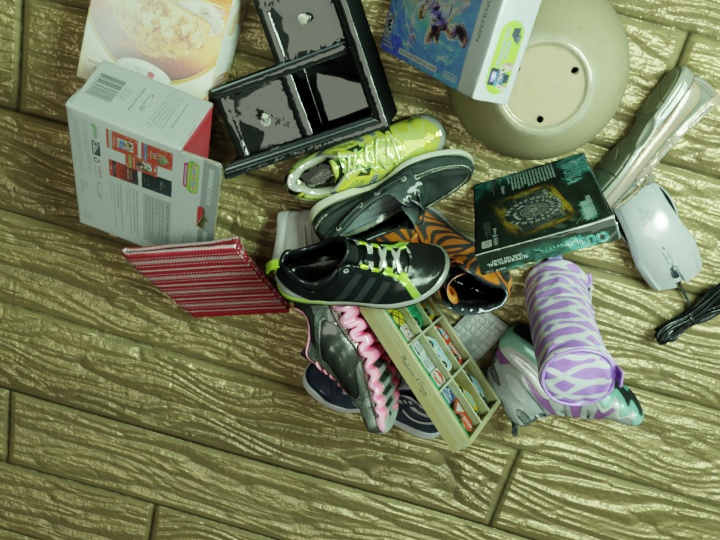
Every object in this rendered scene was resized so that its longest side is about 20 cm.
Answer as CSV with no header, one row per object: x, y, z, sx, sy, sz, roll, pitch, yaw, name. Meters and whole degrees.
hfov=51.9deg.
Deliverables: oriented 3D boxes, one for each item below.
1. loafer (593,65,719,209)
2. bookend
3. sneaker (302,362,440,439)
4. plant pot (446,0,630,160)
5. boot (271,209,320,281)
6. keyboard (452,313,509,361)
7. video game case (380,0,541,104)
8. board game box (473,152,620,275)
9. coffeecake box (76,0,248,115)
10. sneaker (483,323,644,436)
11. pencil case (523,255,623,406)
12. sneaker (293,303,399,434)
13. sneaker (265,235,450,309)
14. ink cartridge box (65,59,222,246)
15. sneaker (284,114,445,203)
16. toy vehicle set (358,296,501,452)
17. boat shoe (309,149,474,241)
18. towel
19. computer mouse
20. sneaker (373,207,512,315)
0.314,-0.123,0.816,0.063,0.072,0.200,29,111,-7,loafer
-0.085,-0.232,0.821,0.198,0.092,0.200,-15,108,15,bookend
0.026,0.146,0.942,0.200,0.070,0.109,20,148,1,sneaker
0.185,-0.202,0.767,0.200,0.134,0.201,3,112,8,plant pot
-0.061,0.018,0.941,0.095,0.074,0.200,4,105,14,boot
0.110,0.127,0.984,0.056,0.011,0.200,38,113,-7,keyboard
0.099,-0.280,0.719,0.045,0.200,0.181,2,117,-30,video game case
0.189,-0.065,0.787,0.135,0.200,0.028,-15,113,15,board game box
-0.215,-0.289,0.829,0.153,0.073,0.200,21,115,-1,coffeecake box
0.245,0.170,0.950,0.200,0.078,0.140,32,116,6,sneaker
0.236,0.065,0.841,0.085,0.200,0.084,0,123,7,pencil case
-0.020,0.102,0.877,0.095,0.079,0.200,-21,85,19,sneaker
0.000,0.000,0.796,0.200,0.072,0.083,-8,156,-1,sneaker
-0.232,-0.112,0.857,0.175,0.084,0.200,22,143,-1,ink cartridge box
0.004,-0.121,0.858,0.200,0.076,0.075,-21,96,15,sneaker
0.087,0.104,0.889,0.027,0.124,0.200,-34,88,30,toy vehicle set
0.041,-0.072,0.836,0.199,0.066,0.075,-18,142,2,boat shoe
-0.181,0.013,0.910,0.144,0.023,0.200,-4,155,12,towel
0.359,-0.010,0.868,0.110,0.044,0.200,-30,105,20,computer mouse
0.090,-0.015,0.872,0.200,0.112,0.078,22,114,1,sneaker
